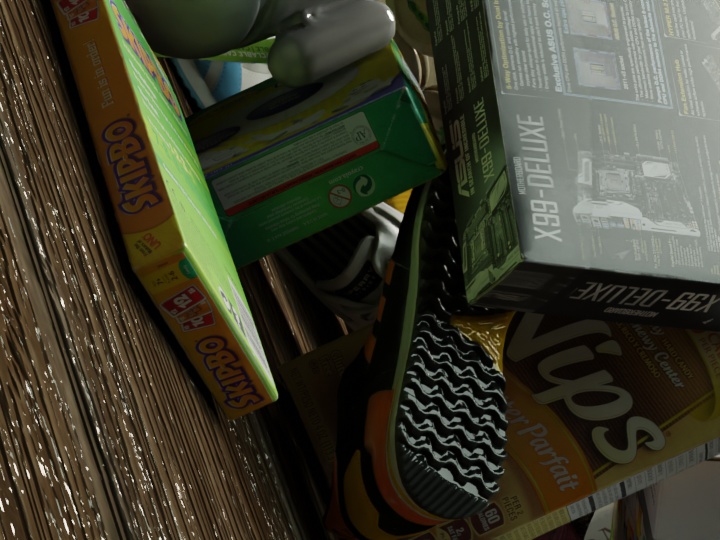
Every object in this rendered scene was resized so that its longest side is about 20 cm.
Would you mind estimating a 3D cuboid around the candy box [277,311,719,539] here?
[{"bbox_3d":[0.076,0.059,1.212,0.055,0.200,0.116,59,7,-75],"label":"candy box"}]

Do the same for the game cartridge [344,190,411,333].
[{"bbox_3d":[0.018,0.002,1.561,0.200,0.032,0.176,-110,-163,-59],"label":"game cartridge"}]

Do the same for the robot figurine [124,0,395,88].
[{"bbox_3d":[-0.048,-0.163,1.198,0.170,0.200,0.113,58,-37,13],"label":"robot figurine"}]

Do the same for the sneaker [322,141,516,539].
[{"bbox_3d":[0.024,0.028,1.155,0.070,0.090,0.200,31,53,-26],"label":"sneaker"}]

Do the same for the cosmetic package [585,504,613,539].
[{"bbox_3d":[0.133,0.150,1.653,0.200,0.167,0.166,60,6,-48],"label":"cosmetic package"}]

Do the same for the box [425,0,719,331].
[{"bbox_3d":[0.112,-0.076,1.165,0.050,0.158,0.200,-40,-129,53],"label":"box"}]

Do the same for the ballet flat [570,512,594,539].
[{"bbox_3d":[0.108,0.080,1.377,0.200,0.068,0.075,100,12,-49],"label":"ballet flat"}]

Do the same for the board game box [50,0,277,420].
[{"bbox_3d":[-0.081,-0.043,1.027,0.096,0.030,0.200,62,7,-46],"label":"board game box"}]

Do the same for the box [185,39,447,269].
[{"bbox_3d":[-0.026,-0.060,1.207,0.200,0.117,0.048,-100,165,-78],"label":"box"}]

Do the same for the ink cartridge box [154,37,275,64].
[{"bbox_3d":[-0.065,-0.199,1.298,0.148,0.076,0.200,1,52,-34],"label":"ink cartridge box"}]

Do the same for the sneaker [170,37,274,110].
[{"bbox_3d":[-0.069,-0.142,1.421,0.077,0.081,0.200,-112,176,-61],"label":"sneaker"}]

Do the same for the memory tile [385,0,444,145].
[{"bbox_3d":[0.080,-0.071,1.297,0.200,0.017,0.153,52,-37,3],"label":"memory tile"}]

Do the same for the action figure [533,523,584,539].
[{"bbox_3d":[0.083,0.132,1.340,0.200,0.149,0.134,46,8,-34],"label":"action figure"}]

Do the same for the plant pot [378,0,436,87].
[{"bbox_3d":[0.011,-0.193,1.527,0.200,0.177,0.200,27,-52,59],"label":"plant pot"}]

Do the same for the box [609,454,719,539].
[{"bbox_3d":[0.157,0.138,1.362,0.156,0.041,0.200,-89,-179,-61],"label":"box"}]

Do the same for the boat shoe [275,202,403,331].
[{"bbox_3d":[0.000,0.000,1.357,0.200,0.074,0.067,37,18,3],"label":"boat shoe"}]
